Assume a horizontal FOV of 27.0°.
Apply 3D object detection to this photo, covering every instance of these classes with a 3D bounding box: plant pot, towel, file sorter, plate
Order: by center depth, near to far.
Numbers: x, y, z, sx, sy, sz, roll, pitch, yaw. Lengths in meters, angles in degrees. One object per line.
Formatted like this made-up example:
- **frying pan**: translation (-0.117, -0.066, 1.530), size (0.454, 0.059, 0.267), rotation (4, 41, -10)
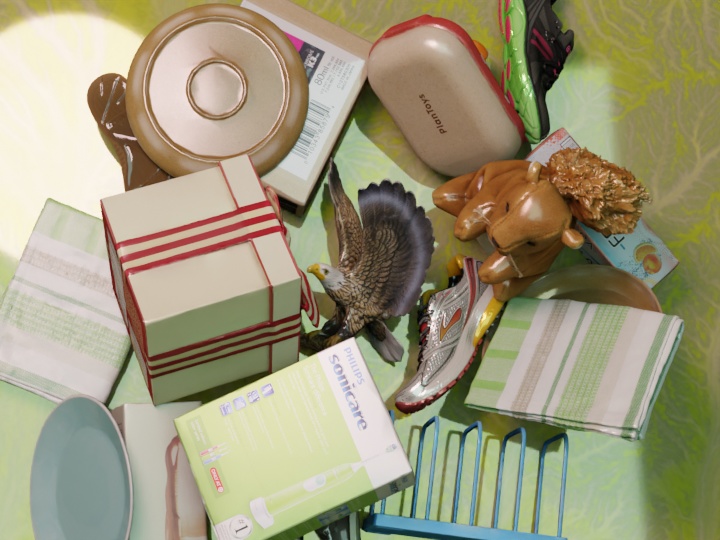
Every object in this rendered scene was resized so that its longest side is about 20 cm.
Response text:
- **towel**: translation (0.219, 0.098, 1.533), size (0.198, 0.031, 0.150), rotation (7, 54, 35)
- **plate**: translation (-0.281, 0.228, 1.537), size (0.025, 0.199, 0.203), rotation (3, 79, -42)
- **file sorter**: translation (0.112, 0.224, 1.575), size (0.197, 0.139, 0.124), rotation (8, 78, -3)
- **plant pot**: translation (0.226, 0.081, 1.580), size (0.198, 0.028, 0.202), rotation (-16, 46, 18)
- **plant pot**: translation (-0.153, -0.190, 1.595), size (0.197, 0.027, 0.203), rotation (0, 83, -3)
- **towel**: translation (-0.311, 0.041, 1.620), size (0.148, 0.031, 0.202), rotation (23, 79, -3)

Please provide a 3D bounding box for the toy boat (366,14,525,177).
- **toy boat**: translation (0.105, -0.202, 1.633), size (0.201, 0.129, 0.131), rotation (55, 44, -26)

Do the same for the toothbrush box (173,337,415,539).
- **toothbrush box**: translation (-0.063, 0.179, 1.474), size (0.198, 0.086, 0.147), rotation (-25, 73, -2)

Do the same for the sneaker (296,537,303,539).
- **sneaker**: translation (-0.107, 0.250, 1.585), size (0.089, 0.078, 0.203), rotation (-4, 80, 1)

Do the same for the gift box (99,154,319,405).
- **gift box**: translation (-0.153, 0.011, 1.535), size (0.185, 0.201, 0.186), rotation (-17, 63, -13)

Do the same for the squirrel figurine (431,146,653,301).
- **squirrel figurine**: translation (0.190, -0.069, 1.529), size (0.198, 0.187, 0.143), rotation (-26, 87, -6)

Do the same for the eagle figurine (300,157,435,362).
- **eagle figurine**: translation (-0.003, -0.001, 1.590), size (0.150, 0.151, 0.202), rotation (22, 88, 10)

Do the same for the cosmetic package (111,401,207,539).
- **cosmetic package**: translation (-0.209, 0.241, 1.560), size (0.086, 0.103, 0.203), rotation (-1, 83, -16)

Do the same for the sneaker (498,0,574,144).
- **sneaker**: translation (0.201, -0.239, 1.672), size (0.083, 0.077, 0.203), rotation (3, 73, -9)

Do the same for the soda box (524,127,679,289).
- **soda box**: translation (0.259, -0.059, 1.661), size (0.063, 0.068, 0.201), rotation (-39, 86, -8)

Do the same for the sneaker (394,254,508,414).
- **sneaker**: translation (0.085, 0.069, 1.613), size (0.082, 0.078, 0.201), rotation (35, 60, -5)

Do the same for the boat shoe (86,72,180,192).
- **boat shoe**: translation (-0.230, -0.121, 1.635), size (0.073, 0.063, 0.202), rotation (-24, 86, 4)

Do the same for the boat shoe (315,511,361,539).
- **boat shoe**: translation (-0.032, 0.245, 1.596), size (0.060, 0.072, 0.204), rotation (-4, 75, -1)

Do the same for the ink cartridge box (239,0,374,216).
- **ink cartridge box**: translation (-0.091, -0.187, 1.650), size (0.163, 0.075, 0.202), rotation (25, 82, -1)
